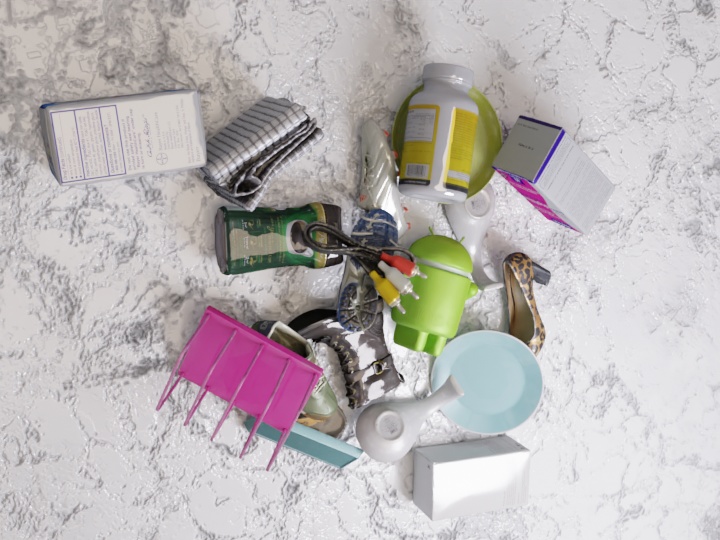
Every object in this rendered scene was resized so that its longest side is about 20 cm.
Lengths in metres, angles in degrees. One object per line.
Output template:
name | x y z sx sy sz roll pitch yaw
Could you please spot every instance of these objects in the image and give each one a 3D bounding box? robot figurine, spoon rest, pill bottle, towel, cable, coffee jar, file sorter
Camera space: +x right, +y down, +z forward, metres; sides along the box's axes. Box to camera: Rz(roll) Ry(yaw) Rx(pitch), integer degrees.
robot figurine | 0.118 0.034 1.502 0.173 0.115 0.204 15 90 -35
spoon rest | 0.196 -0.066 1.561 0.098 0.060 0.204 -11 91 -21
pill bottle | 0.124 -0.212 1.424 0.110 0.112 0.204 8 90 -23
towel | -0.148 -0.171 1.314 0.165 0.200 0.086 -39 113 -9
cable | 0.011 -0.026 1.371 0.199 0.050 0.098 37 68 -5
coffee jar | -0.122 -0.051 1.410 0.197 0.085 0.106 -3 94 -21
file sorter | -0.181 0.180 1.347 0.198 0.126 0.140 29 121 -2
spoon rest | 0.082 0.248 1.545 0.198 0.061 0.100 -27 74 -20

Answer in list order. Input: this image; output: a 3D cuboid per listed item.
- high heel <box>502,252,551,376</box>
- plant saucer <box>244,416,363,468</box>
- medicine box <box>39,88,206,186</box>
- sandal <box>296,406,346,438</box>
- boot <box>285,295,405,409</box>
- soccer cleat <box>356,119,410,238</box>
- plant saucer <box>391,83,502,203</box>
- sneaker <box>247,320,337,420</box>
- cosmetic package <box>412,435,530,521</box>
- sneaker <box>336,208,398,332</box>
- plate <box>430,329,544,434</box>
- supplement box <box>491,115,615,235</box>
high heel | 0.265 0.074 1.577 0.142 0.071 0.204 22 79 -49
plant saucer | -0.092 0.280 1.499 0.198 0.070 0.019 28 48 -24
medicine box | -0.327 -0.186 1.248 0.197 0.182 0.105 -10 104 -20
sandal | -0.099 0.213 1.487 0.082 0.054 0.200 -45 113 -8
boot | -0.022 0.145 1.498 0.197 0.069 0.177 -15 105 -21
soccer cleat | 0.025 -0.138 1.465 0.076 0.069 0.203 -19 110 -14
plant saucer | 0.139 -0.212 1.504 0.196 0.031 0.204 -1 93 -18
sneaker | -0.096 0.153 1.419 0.200 0.089 0.067 47 53 -13
cosmetic package | 0.197 0.366 1.622 0.197 0.085 0.110 -1 100 -21
sneaker | 0.000 0.000 1.434 0.076 0.085 0.203 21 76 -9
plate | 0.221 0.192 1.594 0.196 0.026 0.204 4 112 9
supplement box | 0.327 -0.158 1.535 0.199 0.101 0.104 32 88 -42
